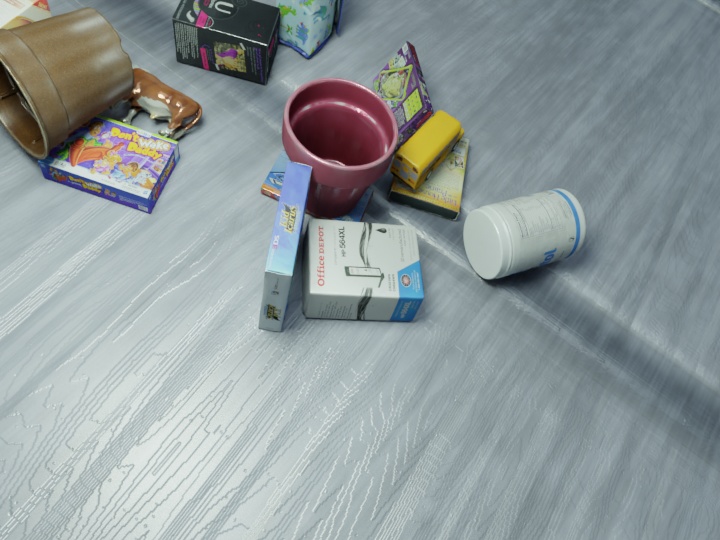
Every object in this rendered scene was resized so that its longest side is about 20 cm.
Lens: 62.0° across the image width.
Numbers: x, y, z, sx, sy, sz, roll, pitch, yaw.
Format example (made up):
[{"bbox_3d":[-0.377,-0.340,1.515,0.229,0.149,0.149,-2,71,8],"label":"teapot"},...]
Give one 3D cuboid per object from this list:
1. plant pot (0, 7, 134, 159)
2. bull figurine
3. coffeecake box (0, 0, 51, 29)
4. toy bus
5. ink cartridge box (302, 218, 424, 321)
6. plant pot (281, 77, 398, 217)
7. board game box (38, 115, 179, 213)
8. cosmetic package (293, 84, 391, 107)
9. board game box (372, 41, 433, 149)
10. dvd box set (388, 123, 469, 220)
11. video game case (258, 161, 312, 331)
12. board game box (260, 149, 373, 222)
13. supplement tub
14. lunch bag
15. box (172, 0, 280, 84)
[{"bbox_3d":[-0.498,-0.324,0.992,0.199,0.202,0.198,40,56,12],"label":"plant pot"},{"bbox_3d":[-0.399,-0.320,1.134,0.195,0.066,0.123,26,64,9],"label":"bull figurine"},{"bbox_3d":[-0.635,-0.385,1.063,0.071,0.155,0.203,26,58,5],"label":"coffeecake box"},{"bbox_3d":[0.136,-0.242,1.167,0.064,0.079,0.200,36,58,11],"label":"toy bus"},{"bbox_3d":[0.000,0.000,1.028,0.193,0.085,0.150,3,59,-12],"label":"ink cartridge box"},{"bbox_3d":[-0.046,-0.199,1.054,0.193,0.181,0.206,6,58,-10],"label":"plant pot"},{"bbox_3d":[-0.440,-0.197,1.063,0.194,0.045,0.138,18,58,-2],"label":"board game box"},{"bbox_3d":[-0.042,-0.277,1.168,0.193,0.108,0.093,8,57,-10],"label":"cosmetic package"},{"bbox_3d":[0.084,-0.359,1.231,0.032,0.119,0.205,21,46,-39],"label":"board game box"},{"bbox_3d":[0.142,-0.208,1.213,0.142,0.030,0.205,16,57,-4],"label":"dvd box set"},{"bbox_3d":[-0.121,-0.035,0.962,0.044,0.183,0.205,10,58,-6],"label":"video game case"},{"bbox_3d":[-0.080,-0.150,1.135,0.195,0.020,0.105,24,56,1],"label":"board game box"},{"bbox_3d":[0.304,-0.069,1.112,0.194,0.133,0.135,-15,64,-19],"label":"supplement tub"},{"bbox_3d":[-0.093,-0.599,1.305,0.125,0.172,0.202,28,56,6],"label":"lunch bag"},{"bbox_3d":[-0.273,-0.487,1.236,0.193,0.107,0.125,13,58,-6],"label":"box"}]
